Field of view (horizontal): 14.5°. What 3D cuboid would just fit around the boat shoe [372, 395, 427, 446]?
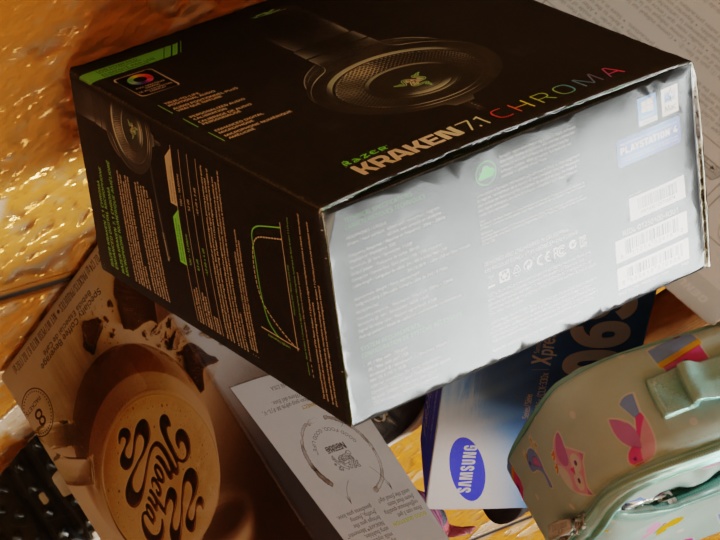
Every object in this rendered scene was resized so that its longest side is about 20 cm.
[{"bbox_3d":[-0.019,0.070,1.459,0.060,0.074,0.200,-23,164,-36],"label":"boat shoe"}]

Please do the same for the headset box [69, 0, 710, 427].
[{"bbox_3d":[0.006,-0.042,1.104,0.174,0.200,0.093,-22,120,-27],"label":"headset box"}]

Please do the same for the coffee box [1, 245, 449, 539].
[{"bbox_3d":[-0.061,0.086,1.256,0.080,0.200,0.113,-8,146,-47],"label":"coffee box"}]

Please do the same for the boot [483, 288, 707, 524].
[{"bbox_3d":[0.142,0.064,1.577,0.200,0.069,0.188,-27,-178,-4],"label":"boot"}]

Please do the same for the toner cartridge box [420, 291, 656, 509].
[{"bbox_3d":[0.083,0.047,1.362,0.095,0.043,0.200,0,145,-3],"label":"toner cartridge box"}]

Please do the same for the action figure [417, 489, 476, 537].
[{"bbox_3d":[-0.015,0.154,1.495,0.200,0.134,0.149,-33,137,-39],"label":"action figure"}]

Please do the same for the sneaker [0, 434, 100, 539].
[{"bbox_3d":[-0.090,0.083,1.386,0.200,0.067,0.091,-38,155,2],"label":"sneaker"}]

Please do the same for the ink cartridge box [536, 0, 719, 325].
[{"bbox_3d":[0.154,-0.094,1.173,0.200,0.162,0.057,-46,-175,43],"label":"ink cartridge box"}]

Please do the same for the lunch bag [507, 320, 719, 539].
[{"bbox_3d":[0.170,0.070,1.287,0.199,0.077,0.160,-19,166,-17],"label":"lunch bag"}]
